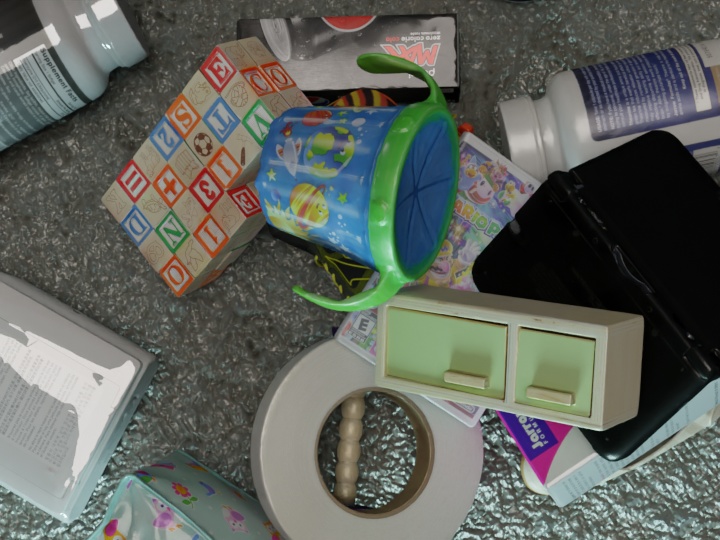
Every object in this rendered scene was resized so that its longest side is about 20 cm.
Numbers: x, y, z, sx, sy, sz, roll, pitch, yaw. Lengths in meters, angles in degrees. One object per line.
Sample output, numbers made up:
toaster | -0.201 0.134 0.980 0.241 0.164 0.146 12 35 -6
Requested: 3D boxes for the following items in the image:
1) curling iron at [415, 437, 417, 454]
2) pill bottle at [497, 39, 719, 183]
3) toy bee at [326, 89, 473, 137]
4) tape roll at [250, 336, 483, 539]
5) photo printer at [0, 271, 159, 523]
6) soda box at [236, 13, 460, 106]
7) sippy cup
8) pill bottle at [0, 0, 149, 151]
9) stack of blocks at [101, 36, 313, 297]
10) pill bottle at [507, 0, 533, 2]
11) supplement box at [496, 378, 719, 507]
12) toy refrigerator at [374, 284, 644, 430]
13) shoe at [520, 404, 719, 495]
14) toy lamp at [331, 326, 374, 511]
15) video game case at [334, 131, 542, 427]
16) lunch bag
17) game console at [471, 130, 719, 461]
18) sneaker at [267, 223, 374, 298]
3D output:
curling iron | 0.065 0.093 1.154 0.049 0.026 0.203 5 86 8
pill bottle | 0.222 -0.123 1.118 0.197 0.111 0.113 -12 84 3
toy bee | 0.048 -0.098 1.145 0.130 0.201 0.109 1 51 38
tape roll | 0.007 0.153 1.098 0.200 0.037 0.206 2 84 -18
photo printer | -0.302 0.103 1.162 0.198 0.069 0.168 27 88 7
soda box | -0.010 -0.187 1.168 0.197 0.063 0.072 -1 85 4
sippy cup | -0.006 -0.070 1.014 0.129 0.141 0.178 11 45 23
pill bottle | -0.296 -0.187 1.166 0.198 0.116 0.117 -28 83 1
stack of blocks | -0.123 -0.086 1.120 0.115 0.058 0.200 50 124 9
pill bottle | 0.138 -0.305 1.097 0.110 0.200 0.114 0 85 5
supplement box | 0.212 0.091 1.064 0.199 0.103 0.102 -35 67 4
toy refrigerator | 0.107 0.062 0.987 0.198 0.070 0.077 8 100 35
shoe | 0.228 0.133 1.123 0.198 0.053 0.071 -27 83 2
toy lamp | -0.009 0.152 1.140 0.057 0.058 0.203 5 86 5
video game case | 0.089 0.009 1.084 0.142 0.018 0.201 33 91 -12
lunch bag | -0.119 0.253 1.084 0.199 0.170 0.123 35 94 5
game console | 0.217 0.016 1.023 0.176 0.116 0.201 -49 62 29
sneaker | 0.000 0.000 1.131 0.198 0.074 0.086 21 86 20
